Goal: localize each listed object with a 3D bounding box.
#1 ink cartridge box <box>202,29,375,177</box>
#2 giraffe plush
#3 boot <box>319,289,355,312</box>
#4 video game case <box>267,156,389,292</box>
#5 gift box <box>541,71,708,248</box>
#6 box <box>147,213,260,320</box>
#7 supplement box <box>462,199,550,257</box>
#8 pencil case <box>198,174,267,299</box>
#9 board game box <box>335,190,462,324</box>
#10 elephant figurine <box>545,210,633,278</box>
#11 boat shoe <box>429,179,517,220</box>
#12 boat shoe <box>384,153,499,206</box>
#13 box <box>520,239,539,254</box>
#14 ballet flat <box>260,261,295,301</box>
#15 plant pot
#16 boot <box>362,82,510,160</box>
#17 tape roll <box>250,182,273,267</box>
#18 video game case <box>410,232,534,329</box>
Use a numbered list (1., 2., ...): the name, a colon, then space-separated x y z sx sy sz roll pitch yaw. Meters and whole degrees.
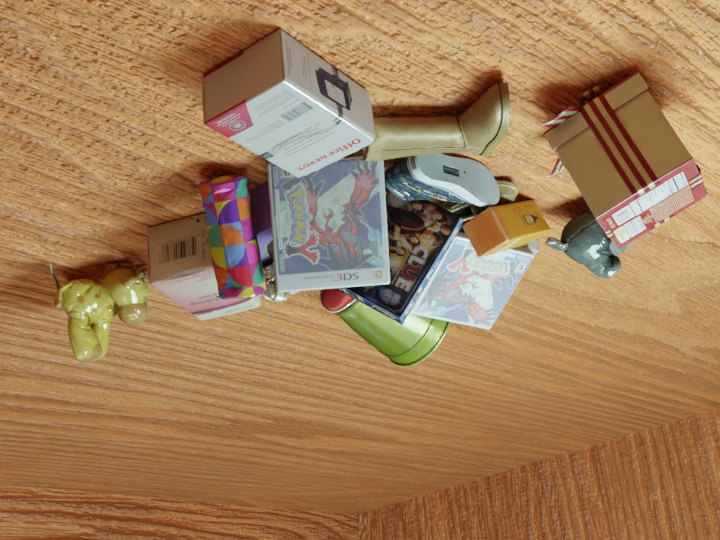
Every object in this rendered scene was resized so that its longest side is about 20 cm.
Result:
1. ink cartridge box: -0.095 -0.220 1.368 0.144 0.085 0.199 -22 151 31
2. giraffe plush: -0.459 0.055 1.847 0.161 0.173 0.202 -16 122 -4
3. boot: 0.000 0.000 1.747 0.200 0.072 0.144 -48 -173 7
4. video game case: -0.049 -0.073 1.573 0.180 0.202 0.023 -4 -174 -6
5. gift box: 0.376 -0.163 1.491 0.199 0.188 0.184 -29 153 11
6. box: -0.273 -0.003 1.776 0.127 0.110 0.200 -14 155 14
7. supplement box: 0.253 -0.073 1.720 0.069 0.067 0.199 -34 169 33
8. pencil case: -0.202 -0.050 1.593 0.087 0.202 0.088 -8 -168 2
9. board game box: 0.061 -0.029 1.646 0.135 0.201 0.035 27 163 18
10. elephant figurine: 0.459 -0.093 1.785 0.141 0.155 0.200 42 131 -2
11. boat shoe: 0.175 -0.103 1.728 0.199 0.064 0.073 -11 156 10
12. boat shoe: 0.132 -0.143 1.635 0.199 0.072 0.091 17 155 -37
13. box: 0.244 -0.023 1.931 0.115 0.061 0.200 1 154 -18
14. ballet flat: -0.130 0.015 1.705 0.075 0.065 0.199 11 151 -36
15. plant pot: 0.044 0.056 1.925 0.192 0.202 0.200 28 140 -35
16. boot: 0.109 -0.211 1.471 0.198 0.067 0.175 -2 155 -8
17. tape roll: -0.097 -0.075 1.694 0.198 0.086 0.200 -6 157 -3
18. video game case: 0.194 0.019 1.837 0.198 0.023 0.183 11 123 -26
